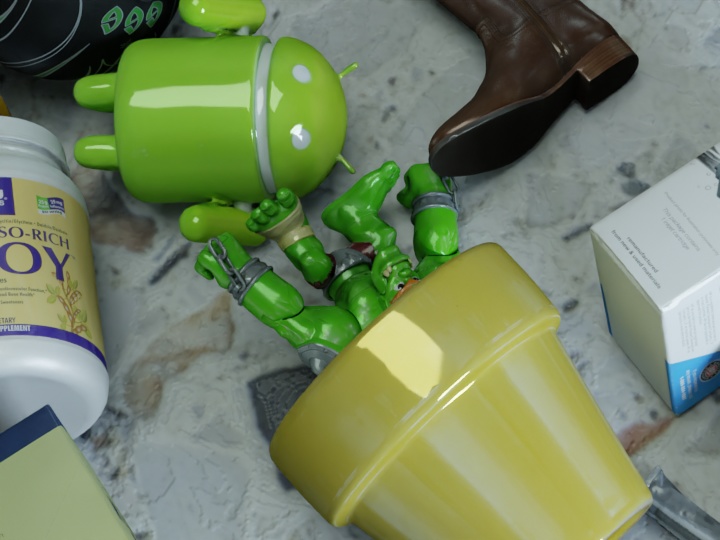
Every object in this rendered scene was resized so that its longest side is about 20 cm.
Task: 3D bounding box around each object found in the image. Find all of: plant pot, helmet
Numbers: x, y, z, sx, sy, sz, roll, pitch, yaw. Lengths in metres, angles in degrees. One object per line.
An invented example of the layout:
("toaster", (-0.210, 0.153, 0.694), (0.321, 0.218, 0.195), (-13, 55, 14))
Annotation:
("plant pot", (0.076, 0.117, 1.513), (0.200, 0.201, 0.189), (-41, 77, -12))
("helmet", (-0.219, -0.235, 1.749), (0.199, 0.191, 0.201), (16, 51, -21))

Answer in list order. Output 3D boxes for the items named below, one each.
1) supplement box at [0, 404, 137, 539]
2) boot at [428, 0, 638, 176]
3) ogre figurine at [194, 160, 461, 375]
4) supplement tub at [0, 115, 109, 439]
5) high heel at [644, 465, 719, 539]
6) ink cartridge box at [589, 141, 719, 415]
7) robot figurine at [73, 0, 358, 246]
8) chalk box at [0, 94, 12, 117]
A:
("supplement box", (-0.218, 0.237, 1.527), (0.199, 0.135, 0.200), (-32, 61, -7))
("boot", (0.072, -0.175, 1.727), (0.186, 0.064, 0.200), (-28, 63, -24))
("ogre figurine", (0.000, 0.000, 1.635), (0.098, 0.199, 0.120), (-47, 67, 35))
("supplement tub", (-0.251, 0.011, 1.647), (0.144, 0.146, 0.201), (-13, 61, 3))
("high heel", (0.285, 0.114, 1.532), (0.142, 0.071, 0.201), (36, 88, 29))
("ink cartridge box", (0.258, -0.018, 1.567), (0.199, 0.147, 0.086), (-34, 59, -9))
("robot figurine", (-0.099, -0.106, 1.698), (0.198, 0.116, 0.177), (0, 88, 9))
("chalk box", (-0.355, -0.155, 1.768), (0.123, 0.125, 0.200), (-32, 63, -7))
